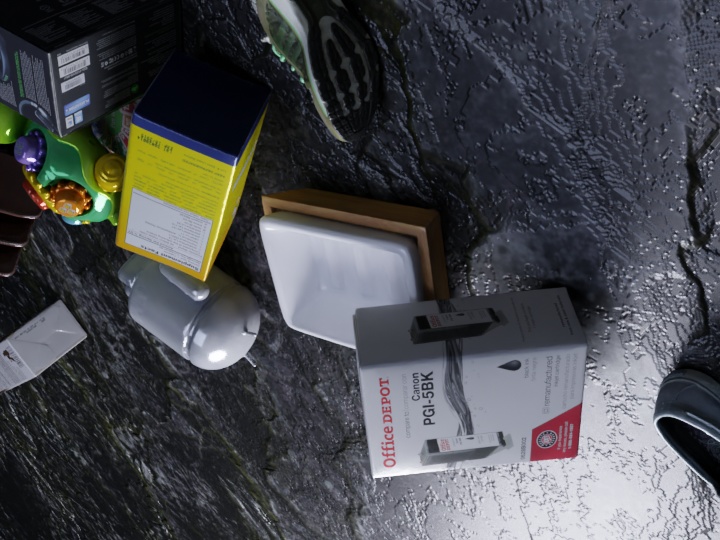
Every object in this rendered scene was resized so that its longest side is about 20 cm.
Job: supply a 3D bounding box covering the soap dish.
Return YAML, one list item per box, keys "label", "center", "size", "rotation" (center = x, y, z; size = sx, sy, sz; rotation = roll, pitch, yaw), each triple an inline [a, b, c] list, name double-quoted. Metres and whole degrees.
- label: "soap dish"
  center: [0.000, 0.000, 0.854]
  size: [0.198, 0.081, 0.159]
  rotation: [14, 130, 34]

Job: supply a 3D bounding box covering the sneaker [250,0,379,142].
- label: "sneaker"
  center: [-0.050, -0.208, 0.751]
  size: [0.088, 0.076, 0.202]
  rotation: [-3, 115, 57]

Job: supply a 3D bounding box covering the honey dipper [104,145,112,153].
- label: "honey dipper"
  center: [-0.323, -0.174, 1.035]
  size: [0.201, 0.038, 0.038]
  rotation: [51, 140, 0]

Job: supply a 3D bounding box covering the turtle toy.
- label: "turtle toy"
  center: [-0.328, -0.127, 0.916]
  size: [0.201, 0.101, 0.146]
  rotation: [53, 166, -5]

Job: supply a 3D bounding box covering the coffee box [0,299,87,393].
- label: "coffee box"
  center: [-0.561, 0.132, 1.430]
  size: [0.199, 0.113, 0.080]
  rotation: [-22, 106, 49]

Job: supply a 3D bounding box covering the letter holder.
- label: "letter holder"
  center: [-0.540, -0.092, 1.138]
  size: [0.198, 0.144, 0.100]
  rotation: [22, 149, -28]

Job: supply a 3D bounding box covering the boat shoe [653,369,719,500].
- label: "boat shoe"
  center: [0.325, 0.176, 0.719]
  size: [0.201, 0.071, 0.070]
  rotation: [44, 140, 3]

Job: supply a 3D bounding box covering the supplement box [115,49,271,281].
- label: "supplement box"
  center: [-0.178, -0.104, 0.883]
  size: [0.108, 0.110, 0.201]
  rotation: [22, 138, -5]

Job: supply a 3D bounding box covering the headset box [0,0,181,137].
- label: "headset box"
  center: [-0.312, -0.245, 0.856]
  size: [0.198, 0.174, 0.094]
  rotation: [28, 135, 19]

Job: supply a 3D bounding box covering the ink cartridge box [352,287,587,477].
- label: "ink cartridge box"
  center: [0.097, 0.105, 0.776]
  size: [0.197, 0.083, 0.148]
  rotation: [-6, 126, 1]

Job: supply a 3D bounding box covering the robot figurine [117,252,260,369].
- label: "robot figurine"
  center: [-0.205, 0.045, 1.047]
  size: [0.199, 0.113, 0.170]
  rotation: [32, 158, 17]

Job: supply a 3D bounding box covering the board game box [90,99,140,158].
- label: "board game box"
  center: [-0.303, -0.203, 0.978]
  size: [0.199, 0.030, 0.096]
  rotation: [37, 126, 11]
